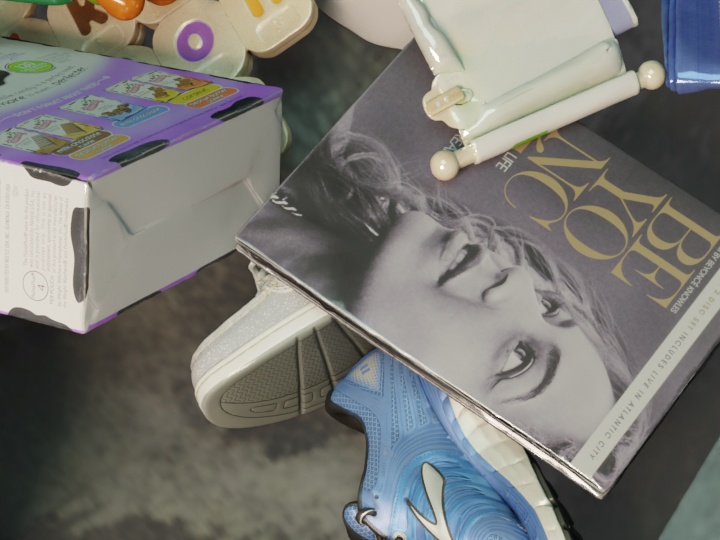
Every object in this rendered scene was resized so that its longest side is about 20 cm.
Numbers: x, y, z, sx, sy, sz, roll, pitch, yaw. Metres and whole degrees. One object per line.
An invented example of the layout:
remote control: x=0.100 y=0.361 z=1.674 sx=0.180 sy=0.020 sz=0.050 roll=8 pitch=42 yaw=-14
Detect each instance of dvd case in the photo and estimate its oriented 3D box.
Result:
dvd case: x=0.067 y=-0.009 z=1.148 sx=0.200 sy=0.016 sz=0.149 roll=34 pitch=63 yaw=13

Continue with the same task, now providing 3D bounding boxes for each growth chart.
growth chart: x=0.064 y=-0.153 z=1.183 sx=0.144 sy=0.018 sz=0.201 roll=-18 pitch=80 yaw=-19

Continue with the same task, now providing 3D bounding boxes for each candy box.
candy box: x=-0.160 y=-0.047 z=1.154 sx=0.199 sy=0.168 sz=0.072 roll=12 pitch=112 yaw=25

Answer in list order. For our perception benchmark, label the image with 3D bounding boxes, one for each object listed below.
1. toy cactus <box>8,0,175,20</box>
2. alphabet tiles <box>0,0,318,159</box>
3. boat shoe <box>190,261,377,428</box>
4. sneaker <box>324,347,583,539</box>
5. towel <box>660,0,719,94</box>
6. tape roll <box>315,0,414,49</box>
toy cactus: x=-0.176 y=-0.149 z=1.206 sx=0.200 sy=0.103 sz=0.165 roll=16 pitch=35 yaw=30
alphabet tiles: x=-0.119 y=-0.102 z=1.258 sx=0.200 sy=0.015 sz=0.196 roll=-35 pitch=65 yaw=10
boat shoe: x=0.000 y=-0.001 z=1.194 sx=0.202 sy=0.074 sz=0.065 roll=-37 pitch=61 yaw=-12
sneaker: x=0.046 y=0.116 z=1.140 sx=0.089 sy=0.079 sz=0.200 roll=-31 pitch=58 yaw=3
towel: x=0.238 y=-0.133 z=1.192 sx=0.199 sy=0.024 sz=0.145 roll=-7 pitch=32 yaw=11
tape roll: x=0.046 y=-0.210 z=1.274 sx=0.202 sy=0.071 sz=0.203 roll=-3 pitch=67 yaw=8
